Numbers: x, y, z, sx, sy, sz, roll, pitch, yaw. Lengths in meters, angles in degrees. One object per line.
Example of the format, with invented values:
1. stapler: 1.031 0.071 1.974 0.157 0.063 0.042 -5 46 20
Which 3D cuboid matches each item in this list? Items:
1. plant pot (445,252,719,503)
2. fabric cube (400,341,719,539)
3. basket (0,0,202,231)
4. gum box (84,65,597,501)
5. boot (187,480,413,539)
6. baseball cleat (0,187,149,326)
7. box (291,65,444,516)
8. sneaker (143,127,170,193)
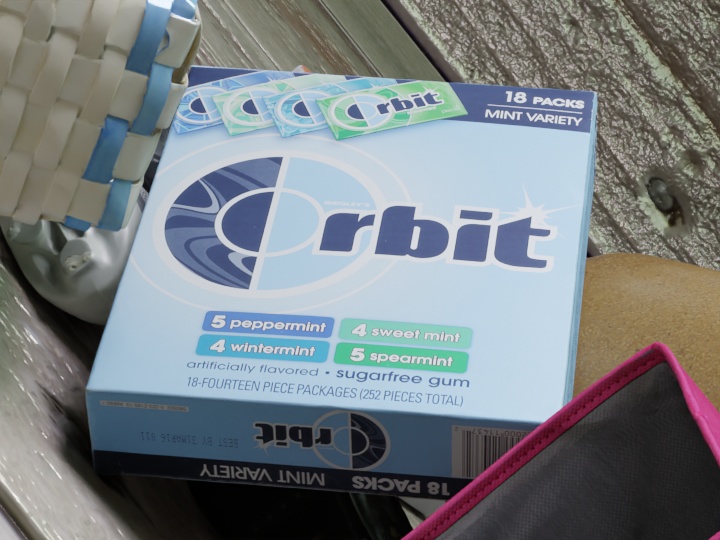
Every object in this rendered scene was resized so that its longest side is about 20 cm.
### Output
1. plant pot: 0.166 0.089 0.939 0.199 0.187 0.186 2 -36 52
2. fabric cube: 0.089 0.175 0.764 0.200 0.196 0.200 49 9 -9
3. basket: -0.161 -0.100 0.877 0.199 0.140 0.176 12 20 -13
4. gum box: 0.000 0.000 0.943 0.201 0.169 0.045 -77 169 -50
5. boot: 0.010 0.124 1.016 0.174 0.069 0.201 39 25 -54
6. baseball cleat: -0.130 -0.050 1.040 0.106 0.069 0.201 47 18 -58
7. box: 0.004 0.011 1.301 0.124 0.097 0.200 39 15 -52
8. sneaker: -0.101 -0.068 1.198 0.114 0.075 0.200 48 15 -18
